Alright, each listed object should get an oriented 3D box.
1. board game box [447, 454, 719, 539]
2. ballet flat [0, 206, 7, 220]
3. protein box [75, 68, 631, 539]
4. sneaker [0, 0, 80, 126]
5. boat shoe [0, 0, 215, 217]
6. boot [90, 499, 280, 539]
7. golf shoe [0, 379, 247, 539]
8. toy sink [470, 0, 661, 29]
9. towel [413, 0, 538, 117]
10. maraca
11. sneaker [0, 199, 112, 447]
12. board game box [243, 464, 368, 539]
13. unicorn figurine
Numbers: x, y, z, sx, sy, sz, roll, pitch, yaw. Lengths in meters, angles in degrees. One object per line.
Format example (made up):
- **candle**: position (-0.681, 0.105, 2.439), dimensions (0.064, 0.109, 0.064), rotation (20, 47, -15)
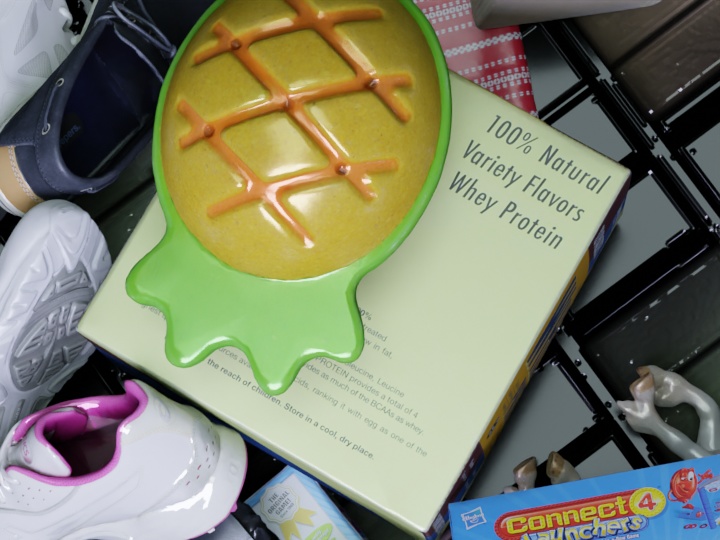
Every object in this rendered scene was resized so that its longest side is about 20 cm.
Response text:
- **board game box**: position (0.154, 0.176, 1.392), dimensions (0.195, 0.200, 0.056), rotation (-11, 47, 3)
- **ballet flat**: position (-0.274, -0.015, 1.520), dimensions (0.199, 0.067, 0.057), rotation (-26, 44, 1)
- **protein box**: position (0.000, 0.000, 1.421), dimensions (0.198, 0.135, 0.200), rotation (29, 84, 7)
- **sneaker**: position (-0.179, -0.135, 1.516), dimensions (0.076, 0.115, 0.201), rotation (-19, 51, 43)
- **boat shoe**: position (-0.117, -0.104, 1.467), dimensions (0.075, 0.062, 0.200), rotation (52, 53, -21)
- **boot**: position (-0.107, 0.185, 1.408), dimensions (0.168, 0.076, 0.200), rotation (-38, 51, -2)
- **golf shoe**: position (-0.156, 0.101, 1.384), dimensions (0.199, 0.092, 0.076), rotation (-21, 48, 21)
- **toy sink**: position (0.107, -0.208, 1.418), dimensions (0.112, 0.200, 0.131), rotation (-9, 85, -8)
- **towel**: position (0.019, -0.094, 1.512), dimensions (0.144, 0.022, 0.201), rotation (-12, 84, 2)
- **maraca**: position (-0.033, -0.045, 1.306), dimensions (0.137, 0.107, 0.201), rotation (15, 83, 12)
- **sneaker**: position (-0.194, 0.037, 1.455), dimensions (0.099, 0.078, 0.200), rotation (44, 123, 30)
- **board game box**: position (-0.066, 0.212, 1.484), dimensions (0.200, 0.034, 0.135), rotation (-39, 84, 0)
- **unicorn figurine**: position (0.168, 0.120, 1.462), dimensions (0.200, 0.074, 0.138), rotation (-38, 93, 15)
